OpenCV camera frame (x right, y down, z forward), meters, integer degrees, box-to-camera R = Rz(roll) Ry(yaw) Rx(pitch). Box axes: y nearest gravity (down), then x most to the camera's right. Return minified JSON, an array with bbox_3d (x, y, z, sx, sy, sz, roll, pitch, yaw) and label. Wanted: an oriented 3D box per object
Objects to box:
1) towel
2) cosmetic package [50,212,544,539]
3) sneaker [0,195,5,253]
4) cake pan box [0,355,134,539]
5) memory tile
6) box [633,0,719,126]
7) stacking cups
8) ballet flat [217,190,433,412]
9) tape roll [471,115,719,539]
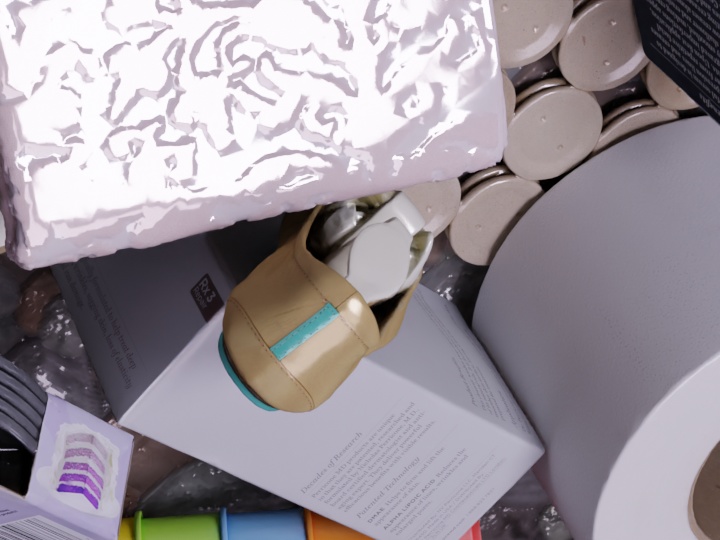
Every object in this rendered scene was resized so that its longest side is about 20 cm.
[{"bbox_3d":[-0.049,-0.111,0.801,0.200,0.032,0.191,-13,104,-19],"label":"towel"},{"bbox_3d":[-0.026,0.038,0.942,0.200,0.113,0.081,28,111,-38],"label":"cosmetic package"},{"bbox_3d":[-0.091,-0.084,0.835,0.200,0.067,0.090,-28,135,-3],"label":"sneaker"},{"bbox_3d":[-0.215,0.066,0.844,0.200,0.052,0.184,-15,147,38],"label":"cake pan box"},{"bbox_3d":[0.104,-0.061,0.988,0.200,0.017,0.153,11,122,-32],"label":"memory tile"},{"bbox_3d":[0.185,-0.167,0.863,0.148,0.107,0.200,-27,132,-8],"label":"box"},{"bbox_3d":[-0.044,0.131,1.017,0.200,0.061,0.061,-8,132,-4],"label":"stacking cups"},{"bbox_3d":[0.000,0.000,0.847,0.063,0.200,0.069,-39,99,20],"label":"ballet flat"},{"bbox_3d":[0.168,0.047,1.002,0.202,0.139,0.203,-14,133,-15],"label":"tape roll"}]
